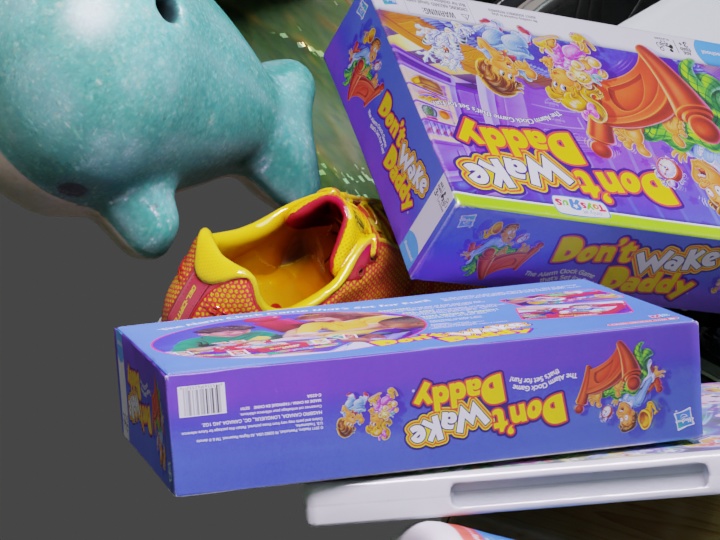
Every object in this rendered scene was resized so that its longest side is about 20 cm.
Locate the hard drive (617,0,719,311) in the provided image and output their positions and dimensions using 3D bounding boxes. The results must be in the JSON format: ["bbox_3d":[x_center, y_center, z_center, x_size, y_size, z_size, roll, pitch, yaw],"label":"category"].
[{"bbox_3d":[0.169,-0.070,1.308,0.132,0.026,0.200,52,38,4],"label":"hard drive"}]

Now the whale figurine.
[{"bbox_3d":[-0.084,-0.085,1.135,0.199,0.103,0.160,17,60,-38],"label":"whale figurine"}]

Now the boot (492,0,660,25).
[{"bbox_3d":[0.072,-0.159,1.365,0.153,0.074,0.203,26,35,23],"label":"boot"}]

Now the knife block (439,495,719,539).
[{"bbox_3d":[0.143,0.140,1.040,0.199,0.064,0.175,-11,41,-44],"label":"knife block"}]

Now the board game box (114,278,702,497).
[{"bbox_3d":[0.014,0.042,0.999,0.198,0.045,0.134,-6,8,-12],"label":"board game box"}]

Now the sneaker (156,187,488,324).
[{"bbox_3d":[0.000,0.000,1.127,0.073,0.077,0.199,44,36,22],"label":"sneaker"}]

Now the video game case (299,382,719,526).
[{"bbox_3d":[0.075,0.068,1.010,0.198,0.018,0.143,-4,7,-3],"label":"video game case"}]

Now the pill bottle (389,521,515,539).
[{"bbox_3d":[0.097,0.167,0.961,0.199,0.113,0.113,17,37,-19],"label":"pill bottle"}]

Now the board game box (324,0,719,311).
[{"bbox_3d":[0.096,-0.051,1.145,0.199,0.045,0.135,6,44,-30],"label":"board game box"}]

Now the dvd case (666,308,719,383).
[{"bbox_3d":[0.167,0.013,1.273,0.199,0.025,0.151,28,35,-4],"label":"dvd case"}]
